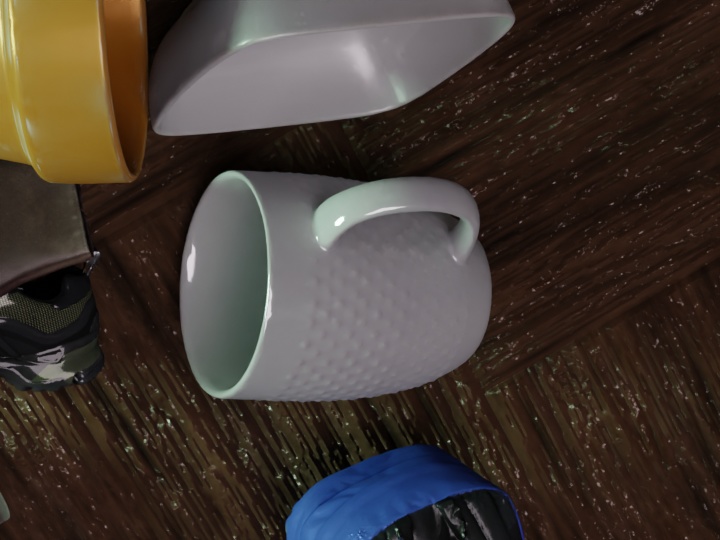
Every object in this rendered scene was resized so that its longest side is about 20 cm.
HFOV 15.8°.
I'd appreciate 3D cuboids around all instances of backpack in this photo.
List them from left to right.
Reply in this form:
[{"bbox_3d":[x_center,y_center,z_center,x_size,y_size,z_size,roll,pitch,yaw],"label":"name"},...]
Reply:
[{"bbox_3d":[0.025,0.222,1.786,0.162,0.168,0.200,-26,123,-24],"label":"backpack"}]

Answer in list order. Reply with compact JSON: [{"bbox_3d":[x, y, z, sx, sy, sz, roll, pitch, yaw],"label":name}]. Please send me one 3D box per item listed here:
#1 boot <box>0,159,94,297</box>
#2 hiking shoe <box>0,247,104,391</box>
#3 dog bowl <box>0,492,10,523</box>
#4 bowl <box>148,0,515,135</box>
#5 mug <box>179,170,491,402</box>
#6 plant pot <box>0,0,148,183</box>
[{"bbox_3d":[-0.248,0.008,1.610,0.166,0.200,0.072,-13,149,2],"label":"boot"},{"bbox_3d":[-0.266,0.028,1.689,0.200,0.076,0.101,-4,103,-21],"label":"hiking shoe"},{"bbox_3d":[-0.326,0.201,1.710,0.200,0.059,0.201,-7,102,-35],"label":"dog bowl"},{"bbox_3d":[-0.028,-0.151,1.607,0.200,0.200,0.075,-9,78,-26],"label":"bowl"},{"bbox_3d":[0.000,0.000,1.681,0.175,0.148,0.200,3,148,-26],"label":"mug"},{"bbox_3d":[-0.230,-0.149,1.556,0.183,0.200,0.201,-3,115,2],"label":"plant pot"}]
